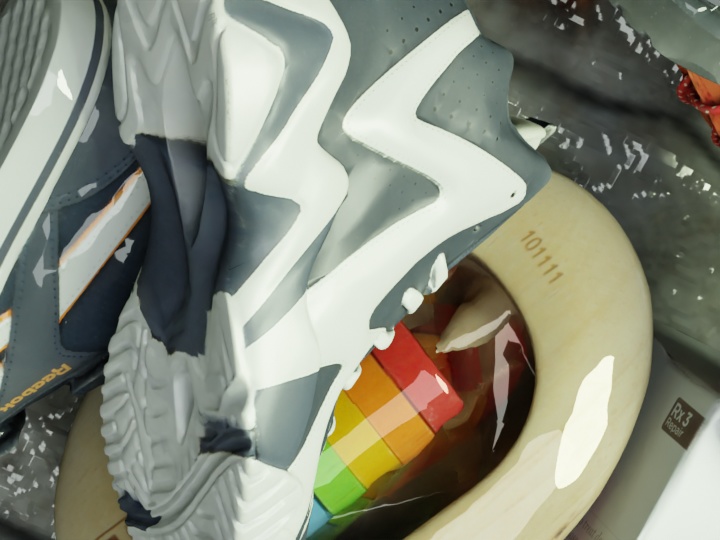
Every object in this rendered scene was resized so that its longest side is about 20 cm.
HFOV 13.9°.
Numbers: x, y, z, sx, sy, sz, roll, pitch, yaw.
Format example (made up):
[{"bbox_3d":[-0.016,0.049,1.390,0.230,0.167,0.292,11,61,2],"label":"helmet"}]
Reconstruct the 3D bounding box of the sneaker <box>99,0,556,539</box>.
[{"bbox_3d":[0.000,0.000,0.815,0.129,0.079,0.200,-14,112,-32],"label":"sneaker"}]

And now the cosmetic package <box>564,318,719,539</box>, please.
[{"bbox_3d":[0.153,0.094,0.920,0.200,0.113,0.081,25,98,-17],"label":"cosmetic package"}]

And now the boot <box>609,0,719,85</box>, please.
[{"bbox_3d":[0.108,-0.173,0.745,0.200,0.165,0.066,-49,157,21],"label":"boot"}]

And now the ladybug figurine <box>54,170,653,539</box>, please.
[{"bbox_3d":[-0.002,0.048,0.884,0.200,0.072,0.136,-34,78,3],"label":"ladybug figurine"}]

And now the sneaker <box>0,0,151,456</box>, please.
[{"bbox_3d":[-0.102,0.012,0.856,0.079,0.079,0.200,20,120,-31],"label":"sneaker"}]

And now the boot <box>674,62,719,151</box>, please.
[{"bbox_3d":[0.123,-0.033,0.818,0.107,0.075,0.201,12,90,-6],"label":"boot"}]
